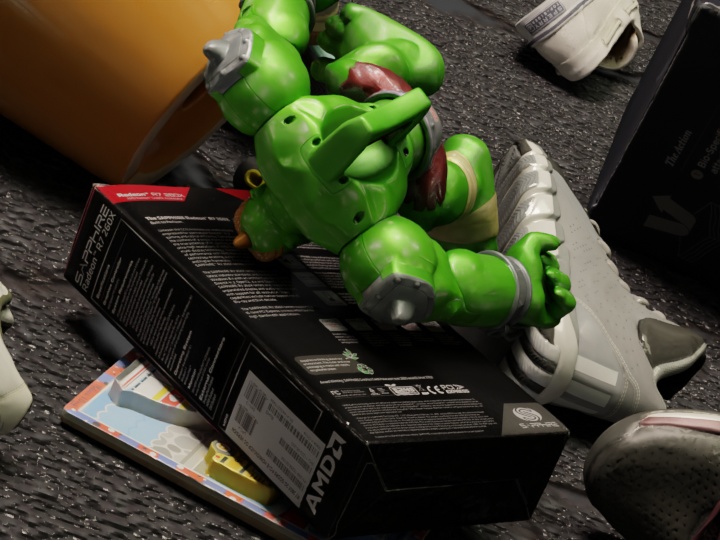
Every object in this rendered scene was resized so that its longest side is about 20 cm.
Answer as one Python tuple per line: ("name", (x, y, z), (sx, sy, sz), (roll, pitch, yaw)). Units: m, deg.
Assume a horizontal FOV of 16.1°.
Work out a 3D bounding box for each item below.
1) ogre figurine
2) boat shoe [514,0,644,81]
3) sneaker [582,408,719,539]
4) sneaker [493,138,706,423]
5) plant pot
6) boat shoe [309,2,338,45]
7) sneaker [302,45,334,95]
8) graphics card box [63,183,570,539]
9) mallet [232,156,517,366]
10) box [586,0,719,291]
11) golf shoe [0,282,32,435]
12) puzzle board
("ogre figurine", (0.002, -0.051, 1.079), (0.120, 0.098, 0.201), (-24, 95, -57))
("boat shoe", (0.164, -0.171, 1.770), (0.070, 0.071, 0.200), (53, 19, -2))
("sneaker", (0.184, 0.135, 1.074), (0.199, 0.076, 0.116), (25, 25, -1))
("sneaker", (0.117, 0.018, 1.284), (0.115, 0.075, 0.201), (23, 31, -17))
("plant pot", (-0.135, -0.146, 1.238), (0.183, 0.200, 0.200), (44, 24, 6))
("boat shoe", (-0.045, -0.203, 1.373), (0.073, 0.063, 0.201), (5, 40, -28))
("sneaker", (-0.083, -0.151, 1.430), (0.199, 0.078, 0.140), (28, 23, 7))
("graphics card box", (-0.021, 0.034, 1.071), (0.125, 0.051, 0.200), (1, 30, -46))
("mallet", (0.000, 0.000, 1.240), (0.199, 0.066, 0.041), (23, -6, 40))
("box", (0.257, -0.079, 1.430), (0.199, 0.197, 0.118), (25, 51, 0))
("golf shoe", (-0.187, 0.000, 1.013), (0.097, 0.078, 0.200), (31, 21, -36))
("puzzle board", (-0.026, 0.061, 1.093), (0.150, 0.017, 0.200), (28, 21, 7))
